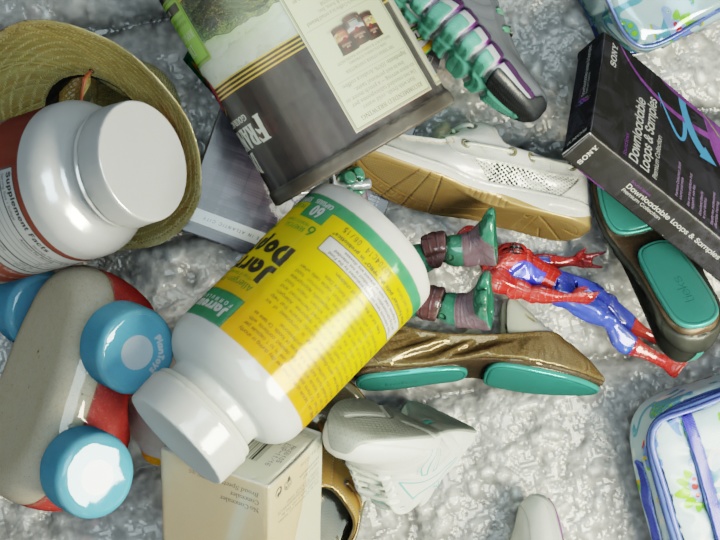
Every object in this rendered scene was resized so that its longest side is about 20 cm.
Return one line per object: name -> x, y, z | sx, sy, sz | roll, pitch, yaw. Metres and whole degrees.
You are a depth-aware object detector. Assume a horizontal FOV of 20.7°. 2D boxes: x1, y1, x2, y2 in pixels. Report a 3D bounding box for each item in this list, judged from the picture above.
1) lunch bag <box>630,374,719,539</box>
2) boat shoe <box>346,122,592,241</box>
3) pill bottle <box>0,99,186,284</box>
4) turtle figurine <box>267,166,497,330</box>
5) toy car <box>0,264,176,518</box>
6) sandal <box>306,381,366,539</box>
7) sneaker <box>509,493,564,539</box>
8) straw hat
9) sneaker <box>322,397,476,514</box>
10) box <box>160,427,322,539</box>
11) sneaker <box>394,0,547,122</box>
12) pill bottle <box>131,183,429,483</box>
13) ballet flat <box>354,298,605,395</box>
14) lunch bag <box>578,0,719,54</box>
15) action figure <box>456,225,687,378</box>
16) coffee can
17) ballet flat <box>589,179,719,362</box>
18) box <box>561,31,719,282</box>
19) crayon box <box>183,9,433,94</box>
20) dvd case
lunch bag -> 0.298, 0.180, 1.514 | 0.160, 0.082, 0.201 | -15, 95, -7
boat shoe -> 0.084, -0.080, 1.509 | 0.199, 0.071, 0.070 | 16, 69, -17
pill bottle -> -0.223, -0.056, 1.392 | 0.200, 0.112, 0.113 | -13, 92, 37
turtle figurine -> 0.000, 0.000, 1.466 | 0.199, 0.101, 0.150 | 0, 68, 8
toy car -> -0.161, 0.102, 1.449 | 0.200, 0.184, 0.177 | 19, 87, -35
sandal -> -0.033, 0.178, 1.498 | 0.080, 0.054, 0.201 | 14, 88, -7
sneaker -> 0.104, 0.267, 1.504 | 0.099, 0.075, 0.201 | 11, 88, -8
straw hat -> -0.182, -0.114, 1.461 | 0.201, 0.201, 0.085 | 48, 43, -5
sneaker -> 0.025, 0.140, 1.443 | 0.070, 0.200, 0.080 | 26, 94, 25
box -> -0.085, 0.203, 1.421 | 0.095, 0.078, 0.201 | 15, 123, 24
sneaker -> 0.079, -0.201, 1.433 | 0.200, 0.074, 0.088 | 45, 78, -5
pill bottle -> -0.056, 0.045, 1.338 | 0.113, 0.113, 0.200 | 46, 74, -5
ballet flat -> 0.089, 0.056, 1.516 | 0.199, 0.068, 0.073 | 1, 70, -3
lunch bag -> 0.225, -0.277, 1.516 | 0.160, 0.082, 0.200 | -30, 93, -5
action figure -> 0.163, 0.015, 1.518 | 0.200, 0.065, 0.052 | 23, 121, -7
coffee can -> -0.046, -0.167, 1.375 | 0.146, 0.146, 0.200 | -30, 93, -6
ballet flat -> 0.217, -0.014, 1.498 | 0.068, 0.068, 0.200 | -9, 56, -7
box -> 0.239, -0.076, 1.477 | 0.200, 0.143, 0.036 | 35, 126, -16
crayon box -> -0.019, -0.181, 1.483 | 0.200, 0.058, 0.119 | -41, 95, -7
dvd case -> -0.038, -0.100, 1.517 | 0.148, 0.016, 0.201 | 20, 87, -8
